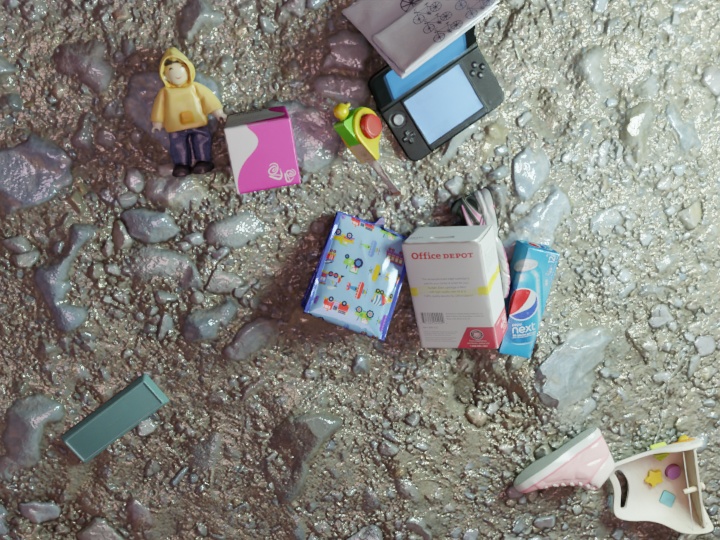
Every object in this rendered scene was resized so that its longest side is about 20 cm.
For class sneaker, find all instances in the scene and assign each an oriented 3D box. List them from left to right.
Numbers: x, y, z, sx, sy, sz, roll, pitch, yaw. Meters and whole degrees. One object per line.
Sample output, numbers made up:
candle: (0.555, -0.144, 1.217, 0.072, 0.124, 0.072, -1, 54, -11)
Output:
sneaker: (0.210, -0.044, 1.394, 0.086, 0.080, 0.202, -13, 99, 9)
sneaker: (0.403, 0.400, 1.520, 0.199, 0.075, 0.105, -32, 89, -2)

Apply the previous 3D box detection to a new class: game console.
game console: (0.130, -0.295, 1.284, 0.199, 0.116, 0.177, -34, 106, 3)

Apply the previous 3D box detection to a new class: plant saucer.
plant saucer: (-0.446, 0.272, 1.418, 0.199, 0.019, 0.070, -36, 106, 4)

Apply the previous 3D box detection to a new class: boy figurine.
boy figurine: (-0.280, -0.258, 1.271, 0.123, 0.065, 0.202, -5, 108, -3)

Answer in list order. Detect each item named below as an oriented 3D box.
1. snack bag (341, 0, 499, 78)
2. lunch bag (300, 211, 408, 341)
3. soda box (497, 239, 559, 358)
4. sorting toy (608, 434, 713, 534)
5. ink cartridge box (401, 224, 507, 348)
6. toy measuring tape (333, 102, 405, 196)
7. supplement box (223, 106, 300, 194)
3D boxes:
snack bag: (0.089, -0.413, 1.225, 0.188, 0.201, 0.021, -37, 147, 2)
lunch bag: (0.000, 0.000, 1.371, 0.149, 0.094, 0.202, 20, 93, -9)
soda box: (0.296, 0.051, 1.424, 0.064, 0.068, 0.202, 10, 104, -10)
sorting toy: (0.583, 0.421, 1.552, 0.178, 0.107, 0.202, -13, 107, 4)
ink cartridge box: (0.166, 0.028, 1.357, 0.144, 0.083, 0.202, -1, 114, 27)
toy measuring tape: (0.023, -0.214, 1.328, 0.073, 0.074, 0.200, -41, 123, 5)
supplement box: (-0.154, -0.194, 1.231, 0.100, 0.200, 0.104, -10, 106, -4)
